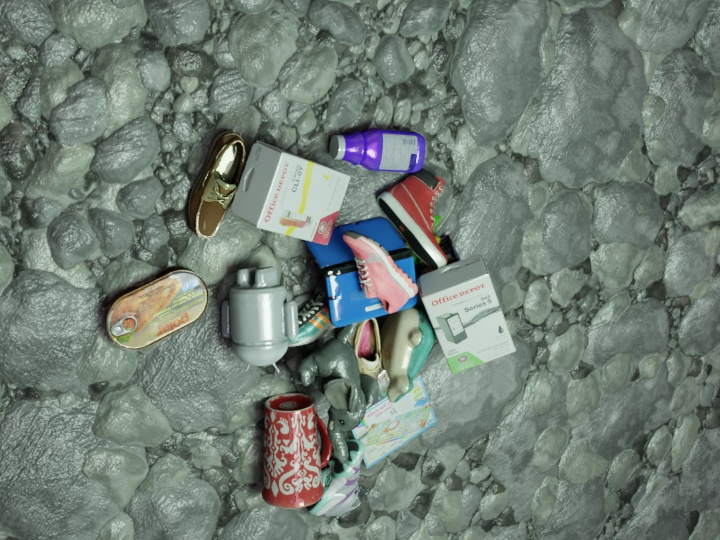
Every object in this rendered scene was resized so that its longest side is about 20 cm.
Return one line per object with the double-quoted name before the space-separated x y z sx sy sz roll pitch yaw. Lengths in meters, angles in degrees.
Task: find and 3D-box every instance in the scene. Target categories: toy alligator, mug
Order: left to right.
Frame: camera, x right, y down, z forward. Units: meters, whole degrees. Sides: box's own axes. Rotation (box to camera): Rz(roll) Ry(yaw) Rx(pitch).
"mug" -0.140 0.363 1.701 0.131 0.178 0.204 1 103 10
"toy alligator" 0.118 -0.029 1.747 0.202 0.059 0.054 -59 163 3

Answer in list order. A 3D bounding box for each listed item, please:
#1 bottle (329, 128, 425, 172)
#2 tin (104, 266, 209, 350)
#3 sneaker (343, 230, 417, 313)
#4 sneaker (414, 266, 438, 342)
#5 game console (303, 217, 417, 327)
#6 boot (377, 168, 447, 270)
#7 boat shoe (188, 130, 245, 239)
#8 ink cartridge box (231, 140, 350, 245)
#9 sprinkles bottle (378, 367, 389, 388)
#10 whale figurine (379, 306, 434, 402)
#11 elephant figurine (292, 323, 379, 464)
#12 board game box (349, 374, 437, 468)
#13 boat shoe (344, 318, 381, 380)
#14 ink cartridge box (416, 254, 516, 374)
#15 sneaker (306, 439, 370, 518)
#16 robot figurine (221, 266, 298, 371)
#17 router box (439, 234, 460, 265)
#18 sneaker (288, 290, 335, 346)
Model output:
"bottle" 0.035 -0.242 1.629 0.196 0.065 0.085 -2 105 -27
"tin" -0.380 0.070 1.517 0.198 0.042 0.114 -27 111 -19
"sneaker" 0.027 0.007 1.551 0.087 0.074 0.200 -49 117 -8
"sneaker" 0.156 0.074 1.773 0.085 0.074 0.202 -58 150 -32
"game console" 0.000 0.000 1.644 0.197 0.118 0.174 -13 106 -23
"boot" 0.148 -0.113 1.683 0.143 0.073 0.201 -35 82 -17
"boat shoe" -0.262 -0.157 1.491 0.075 0.074 0.204 12 98 -30
"ink cartridge box" -0.128 -0.141 1.526 0.198 0.083 0.148 12 101 -51
"sprinkles bottle" 0.052 0.206 1.768 0.199 0.068 0.069 -41 119 -11
"whale figurine" 0.100 0.173 1.668 0.102 0.159 0.203 18 53 -21
"elephant figurine" -0.030 0.246 1.606 0.140 0.156 0.201 -29 72 -30
"board game box" 0.069 0.336 1.835 0.198 0.034 0.136 -29 116 -18
"boat shoe" 0.009 0.180 1.667 0.073 0.069 0.204 -16 109 -29
"ink cartridge box" 0.215 0.090 1.653 0.143 0.084 0.202 -21 118 8
"sneaker" -0.021 0.468 1.801 0.139 0.078 0.201 27 108 -35
"robot figurine" -0.196 0.095 1.566 0.113 0.166 0.205 -13 101 -65
"router box" 0.219 0.043 1.761 0.050 0.150 0.202 -23 118 9
"sneaker" -0.089 0.085 1.661 0.198 0.071 0.081 -26 115 -28
